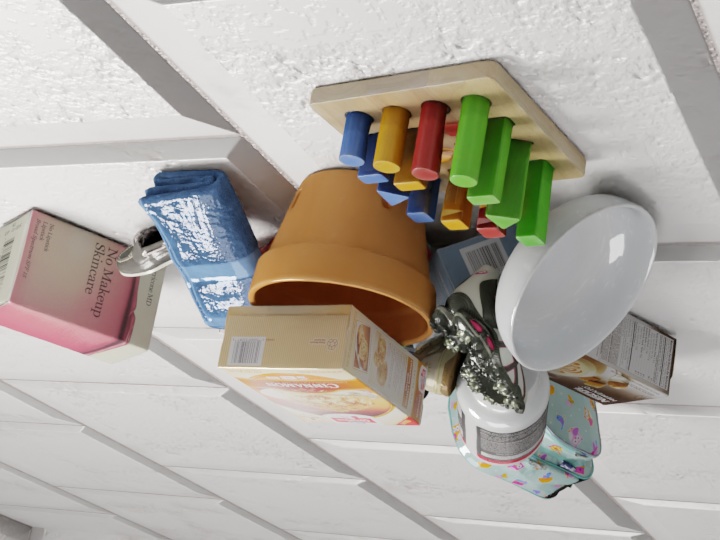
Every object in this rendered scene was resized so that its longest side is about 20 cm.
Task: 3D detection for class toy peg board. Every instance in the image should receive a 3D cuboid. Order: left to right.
[{"bbox_3d":[0.078,-0.094,1.347,0.198,0.098,0.200,-4,155,33],"label":"toy peg board"}]

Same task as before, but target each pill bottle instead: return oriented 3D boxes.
[{"bbox_3d":[0.169,0.152,1.706,0.110,0.111,0.200,7,156,8],"label":"pill bottle"}]

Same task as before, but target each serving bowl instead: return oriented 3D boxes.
[{"bbox_3d":[0.209,0.003,1.463,0.066,0.200,0.200,42,-177,38],"label":"serving bowl"}]

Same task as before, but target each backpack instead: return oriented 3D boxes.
[{"bbox_3d":[0.222,0.198,1.942,0.199,0.177,0.153,19,141,-24],"label":"backpack"}]

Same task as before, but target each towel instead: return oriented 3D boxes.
[{"bbox_3d":[-0.162,-0.019,1.604,0.111,0.049,0.201,-3,126,29],"label":"towel"}]

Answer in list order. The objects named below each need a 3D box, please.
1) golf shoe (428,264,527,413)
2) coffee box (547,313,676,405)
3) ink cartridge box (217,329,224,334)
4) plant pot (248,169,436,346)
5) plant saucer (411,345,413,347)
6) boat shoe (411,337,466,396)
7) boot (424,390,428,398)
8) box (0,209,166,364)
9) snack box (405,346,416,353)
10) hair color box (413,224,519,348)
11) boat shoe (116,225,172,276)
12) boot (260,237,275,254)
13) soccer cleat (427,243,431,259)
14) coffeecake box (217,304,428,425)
[{"bbox_3d":[0.146,0.080,1.523,0.077,0.088,0.200,21,155,35],"label":"golf shoe"},{"bbox_3d":[0.279,0.094,1.765,0.199,0.080,0.114,26,156,-33],"label":"coffee box"},{"bbox_3d":[-0.087,0.084,1.888,0.199,0.045,0.176,14,-178,-9],"label":"ink cartridge box"},{"bbox_3d":[-0.009,-0.016,1.532,0.199,0.141,0.200,10,159,4],"label":"plant pot"},{"bbox_3d":[0.089,0.055,1.820,0.199,0.036,0.200,9,159,3],"label":"plant saucer"},{"bbox_3d":[0.095,0.107,1.749,0.064,0.072,0.200,10,-176,11],"label":"boat shoe"},{"bbox_3d":[-0.017,0.133,1.844,0.199,0.073,0.144,14,180,22],"label":"boot"},{"bbox_3d":[-0.366,0.024,1.828,0.199,0.129,0.109,22,156,-31],"label":"box"},{"bbox_3d":[0.072,0.125,1.969,0.071,0.024,0.200,11,172,-4],"label":"snack box"},{"bbox_3d":[0.115,0.020,1.621,0.098,0.061,0.200,-19,166,-17],"label":"hair color box"},{"bbox_3d":[-0.224,-0.041,1.698,0.199,0.067,0.057,-11,122,38],"label":"boat shoe"},{"bbox_3d":[-0.143,-0.001,1.721,0.143,0.073,0.200,12,163,-1],"label":"boot"},{"bbox_3d":[0.000,0.000,1.690,0.070,0.087,0.200,33,127,-32],"label":"soccer cleat"},{"bbox_3d":[-0.037,0.105,1.563,0.153,0.074,0.200,-2,157,27],"label":"coffeecake box"}]
